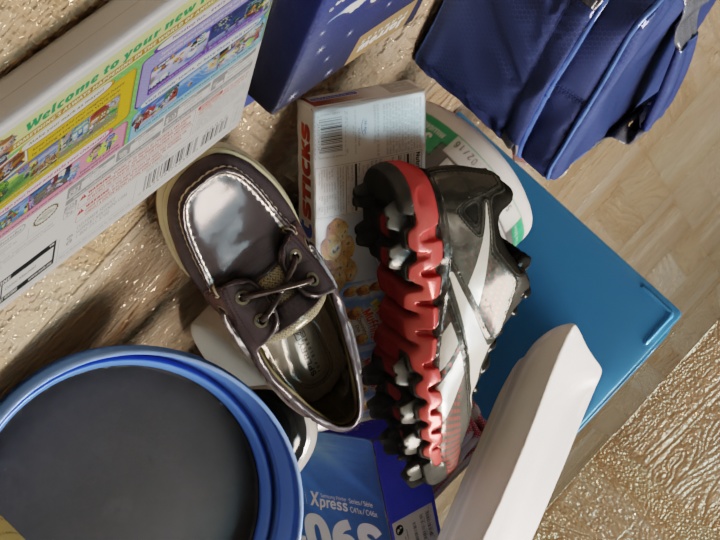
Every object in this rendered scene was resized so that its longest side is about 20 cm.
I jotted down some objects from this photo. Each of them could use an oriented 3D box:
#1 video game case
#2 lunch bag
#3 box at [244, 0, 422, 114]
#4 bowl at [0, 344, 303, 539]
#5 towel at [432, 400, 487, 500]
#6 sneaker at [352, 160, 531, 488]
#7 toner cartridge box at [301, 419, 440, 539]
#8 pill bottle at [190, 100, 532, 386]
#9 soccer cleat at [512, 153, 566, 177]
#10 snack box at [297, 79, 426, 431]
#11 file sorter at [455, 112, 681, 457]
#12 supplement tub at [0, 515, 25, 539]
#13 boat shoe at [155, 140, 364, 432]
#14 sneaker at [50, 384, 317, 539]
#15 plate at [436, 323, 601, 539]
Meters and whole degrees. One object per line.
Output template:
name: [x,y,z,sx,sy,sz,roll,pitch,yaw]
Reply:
video game case: [-0.118,-0.070,1.234,0.200,0.022,0.182,-40,165,-28]
lunch bag: [0.133,-0.148,1.561,0.136,0.132,0.200,-38,163,-35]
box: [0.002,-0.155,1.348,0.121,0.032,0.200,-37,164,-39]
bowl: [-0.131,0.137,1.462,0.201,0.201,0.039,-46,-157,-5]
towel: [0.004,0.079,1.698,0.030,0.200,0.146,8,131,-39]
sneaker: [0.052,0.028,1.499,0.098,0.071,0.201,-12,115,-22]
toner cartridge box: [-0.039,0.131,1.654,0.043,0.095,0.200,-22,-162,-40]
pill bottle: [0.000,0.000,1.608,0.200,0.113,0.113,-44,167,-16]
soccer cleat: [0.134,-0.138,1.778,0.200,0.067,0.077,93,10,-62]
snack box: [0.001,-0.007,1.515,0.072,0.024,0.201,-12,116,-25]
file sorter: [0.096,0.020,1.791,0.139,0.200,0.123,-47,171,-2]
supplement tub: [-0.215,0.160,1.197,0.144,0.200,0.144,-44,166,-14]
boat shoe: [-0.045,0.012,1.432,0.072,0.065,0.200,-36,133,-11]
sneaker: [-0.127,0.126,1.516,0.200,0.073,0.112,-22,178,19]
plate: [0.089,0.133,1.614,0.200,0.032,0.200,46,67,-77]
